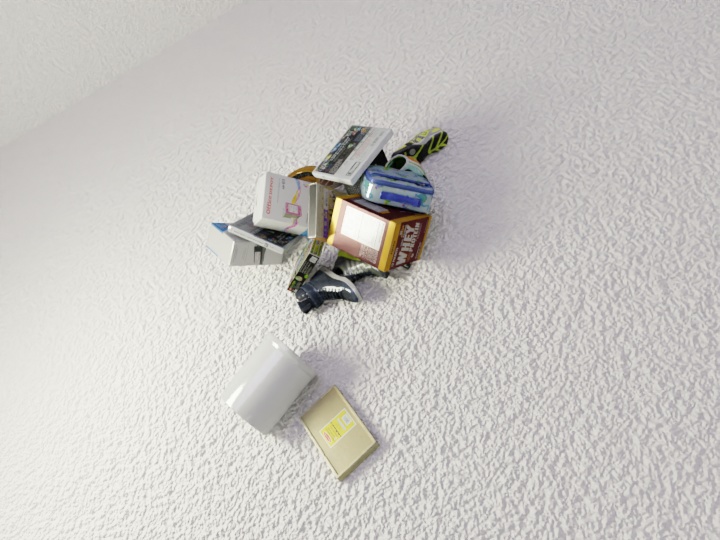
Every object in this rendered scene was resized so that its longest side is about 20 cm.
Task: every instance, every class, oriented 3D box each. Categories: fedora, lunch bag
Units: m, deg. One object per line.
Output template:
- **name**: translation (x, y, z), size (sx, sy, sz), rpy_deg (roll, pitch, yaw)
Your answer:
- **fedora**: translation (-0.190, -0.257, 1.874), size (0.197, 0.082, 0.204), rpy_deg (-17, 50, 21)
- **lunch bag**: translation (0.100, -0.226, 1.550), size (0.196, 0.084, 0.161), rpy_deg (10, 24, -9)

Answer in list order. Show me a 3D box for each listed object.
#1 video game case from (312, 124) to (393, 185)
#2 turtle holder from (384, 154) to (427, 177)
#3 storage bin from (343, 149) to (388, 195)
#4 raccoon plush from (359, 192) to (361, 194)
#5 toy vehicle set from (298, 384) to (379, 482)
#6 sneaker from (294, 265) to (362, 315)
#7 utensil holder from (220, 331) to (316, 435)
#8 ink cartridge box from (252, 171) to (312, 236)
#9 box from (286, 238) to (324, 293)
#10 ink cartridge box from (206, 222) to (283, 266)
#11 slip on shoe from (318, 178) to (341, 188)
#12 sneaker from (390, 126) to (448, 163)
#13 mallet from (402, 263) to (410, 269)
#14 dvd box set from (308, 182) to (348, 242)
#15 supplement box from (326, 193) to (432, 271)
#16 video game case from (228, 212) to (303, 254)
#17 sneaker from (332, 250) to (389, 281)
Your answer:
- **video game case**: translation (-0.023, -0.332, 1.598), size (0.180, 0.023, 0.201), rpy_deg (21, 68, 46)
- **turtle holder**: translation (0.110, -0.265, 1.698), size (0.183, 0.132, 0.142), rpy_deg (-26, 49, 6)
- **storage bin**: translation (0.010, -0.315, 1.737), size (0.092, 0.201, 0.137), rpy_deg (15, 63, 34)
- **raccoon plush**: translation (-0.043, -0.218, 1.761), size (0.197, 0.097, 0.136), rpy_deg (-22, 46, 17)
- **toy vehicle set**: translation (-0.055, 0.390, 1.371), size (0.124, 0.027, 0.200), rpy_deg (-40, 49, -5)
- **sneaker**: translation (-0.096, 0.076, 1.577), size (0.146, 0.078, 0.201), rpy_deg (-41, 38, -21)
- **utensil holder**: translation (-0.234, 0.290, 1.441), size (0.169, 0.170, 0.201), rpy_deg (28, 74, 38)
- **ink cartridge box**: translation (-0.214, -0.196, 1.694), size (0.084, 0.196, 0.148), rpy_deg (-22, 62, 61)
- **box**: translation (-0.154, -0.029, 1.629), size (0.034, 0.201, 0.112), rpy_deg (23, 50, -12)
- **ink cartridge box**: translation (-0.351, -0.082, 1.743), size (0.144, 0.198, 0.086), rpy_deg (34, 114, 37)
- **slip on shoe**: translation (-0.060, -0.312, 1.832), size (0.075, 0.061, 0.200), rpy_deg (27, 56, 20)
- **sneaker**: translation (0.184, -0.395, 1.805), size (0.197, 0.076, 0.077), rpy_deg (-25, 41, -6)
- **mallet**: translation (0.064, -0.052, 1.633), size (0.197, 0.041, 0.067), rpy_deg (15, 62, 28)
- **dvd box set**: translation (-0.076, -0.151, 1.579), size (0.029, 0.199, 0.150), rpy_deg (-2, 84, 32)
- **supplement box**: translation (0.053, -0.112, 1.532), size (0.198, 0.196, 0.135), rpy_deg (27, 114, 28)
- **video game case**: translation (-0.282, -0.117, 1.718), size (0.179, 0.024, 0.200), rpy_deg (23, 21, 5)
- **sneaker**: translation (0.000, 0.000, 1.609), size (0.198, 0.074, 0.082), rpy_deg (15, 70, 42)
